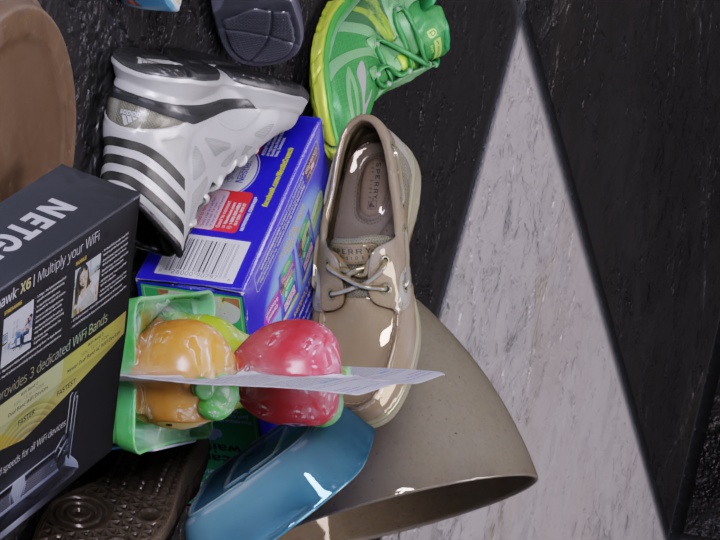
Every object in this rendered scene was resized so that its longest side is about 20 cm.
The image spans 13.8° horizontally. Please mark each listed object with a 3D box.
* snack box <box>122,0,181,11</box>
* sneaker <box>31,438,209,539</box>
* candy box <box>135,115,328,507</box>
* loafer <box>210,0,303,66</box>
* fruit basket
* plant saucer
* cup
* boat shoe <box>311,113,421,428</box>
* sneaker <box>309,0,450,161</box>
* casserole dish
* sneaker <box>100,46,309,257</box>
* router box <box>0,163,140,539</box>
[{"bbox_3d":[-0.109,-0.259,1.661,0.116,0.037,0.201,53,49,-68],"label":"snack box"},{"bbox_3d":[-0.137,0.156,1.744,0.200,0.070,0.076,-52,152,-57],"label":"sneaker"},{"bbox_3d":[-0.072,0.027,1.880,0.169,0.077,0.200,-67,158,-44],"label":"candy box"},{"bbox_3d":[-0.069,-0.208,1.804,0.200,0.072,0.063,87,0,-54],"label":"loafer"},{"bbox_3d":[-0.071,0.065,1.683,0.185,0.199,0.094,-6,103,-74],"label":"fruit basket"},{"bbox_3d":[-0.191,-0.052,1.516,0.200,0.029,0.201,10,90,-74],"label":"plant saucer"},{"bbox_3d":[0.009,0.101,2.052,0.200,0.200,0.144,31,43,-73],"label":"cup"},{"bbox_3d":[0.000,0.000,1.859,0.065,0.072,0.201,55,38,-62],"label":"boat shoe"},{"bbox_3d":[0.017,-0.161,2.065,0.074,0.083,0.200,78,27,-52],"label":"sneaker"},{"bbox_3d":[-0.052,0.124,1.755,0.039,0.121,0.200,55,7,-3],"label":"casserole dish"},{"bbox_3d":[-0.103,-0.068,1.760,0.200,0.075,0.116,-3,110,-66],"label":"sneaker"},{"bbox_3d":[-0.186,0.056,1.468,0.200,0.052,0.158,-39,144,-55],"label":"router box"}]
